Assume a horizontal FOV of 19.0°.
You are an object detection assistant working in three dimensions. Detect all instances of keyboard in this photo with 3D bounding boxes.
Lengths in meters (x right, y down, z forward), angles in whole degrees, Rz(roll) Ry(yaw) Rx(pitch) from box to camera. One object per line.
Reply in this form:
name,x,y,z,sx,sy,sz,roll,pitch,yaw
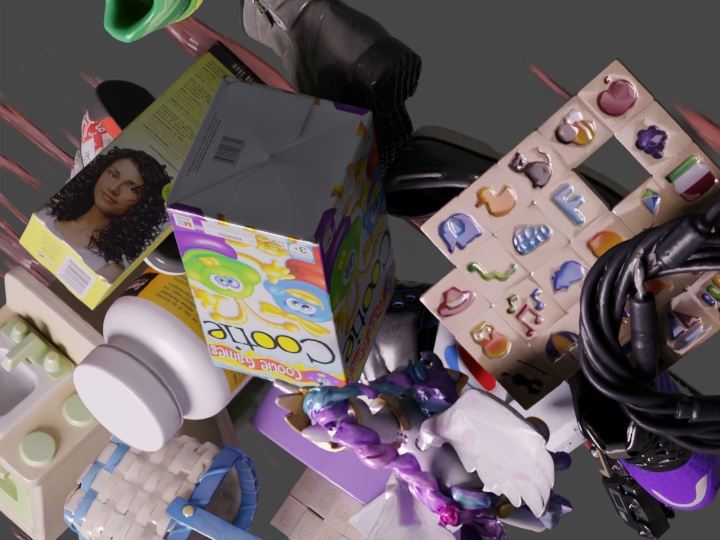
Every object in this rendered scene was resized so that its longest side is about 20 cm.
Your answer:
keyboard,0.081,0.141,1.505,0.200,0.011,0.056,-38,106,25

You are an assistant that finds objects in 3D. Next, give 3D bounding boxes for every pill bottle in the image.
pill bottle,-0.116,0.035,1.592,0.112,0.200,0.112,30,148,21

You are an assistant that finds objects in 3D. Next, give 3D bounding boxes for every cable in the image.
cable,0.227,0.050,1.279,0.200,0.051,0.163,41,117,-21

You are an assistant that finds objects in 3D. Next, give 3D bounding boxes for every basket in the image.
basket,-0.112,0.209,1.619,0.200,0.139,0.176,21,159,15

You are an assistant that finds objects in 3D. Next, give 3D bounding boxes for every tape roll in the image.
tape roll,0.014,0.146,1.638,0.200,0.066,0.200,35,177,2

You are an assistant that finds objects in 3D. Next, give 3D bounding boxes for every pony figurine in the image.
pony figurine,0.054,0.129,1.376,0.193,0.200,0.167,43,110,29

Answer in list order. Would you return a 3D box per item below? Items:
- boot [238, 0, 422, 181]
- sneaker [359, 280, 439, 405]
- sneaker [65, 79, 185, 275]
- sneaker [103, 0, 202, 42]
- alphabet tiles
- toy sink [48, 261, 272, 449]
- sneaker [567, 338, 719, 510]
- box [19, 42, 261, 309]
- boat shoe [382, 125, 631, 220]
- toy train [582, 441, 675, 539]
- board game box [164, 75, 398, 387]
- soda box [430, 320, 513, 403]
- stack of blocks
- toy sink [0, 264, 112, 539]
boot,-0.028,-0.127,1.430,0.131,0.068,0.200,46,152,18
sneaker,0.000,0.000,1.527,0.112,0.073,0.200,-14,87,22
sneaker,-0.165,-0.039,1.588,0.201,0.067,0.108,64,141,41
sneaker,-0.143,-0.224,1.401,0.074,0.084,0.200,29,148,24
alphabet tiles,0.139,-0.006,1.308,0.200,0.008,0.167,-40,98,26
toy sink,-0.141,0.069,1.746,0.200,0.112,0.130,27,148,34
sneaker,0.177,0.098,1.401,0.070,0.100,0.200,-17,121,24
box,-0.140,-0.067,1.486,0.075,0.200,0.050,42,148,-1
boat shoe,0.098,-0.035,1.377,0.200,0.063,0.073,21,145,34
toy train,0.173,0.112,1.516,0.046,0.034,0.200,24,148,49
board game box,-0.046,-0.016,1.388,0.103,0.105,0.200,14,152,14
soda box,0.092,0.062,1.508,0.064,0.068,0.200,34,150,16
stack of blocks,0.014,0.224,1.682,0.115,0.059,0.200,38,175,-38
toy sink,-0.267,0.113,1.723,0.130,0.112,0.200,39,153,14
